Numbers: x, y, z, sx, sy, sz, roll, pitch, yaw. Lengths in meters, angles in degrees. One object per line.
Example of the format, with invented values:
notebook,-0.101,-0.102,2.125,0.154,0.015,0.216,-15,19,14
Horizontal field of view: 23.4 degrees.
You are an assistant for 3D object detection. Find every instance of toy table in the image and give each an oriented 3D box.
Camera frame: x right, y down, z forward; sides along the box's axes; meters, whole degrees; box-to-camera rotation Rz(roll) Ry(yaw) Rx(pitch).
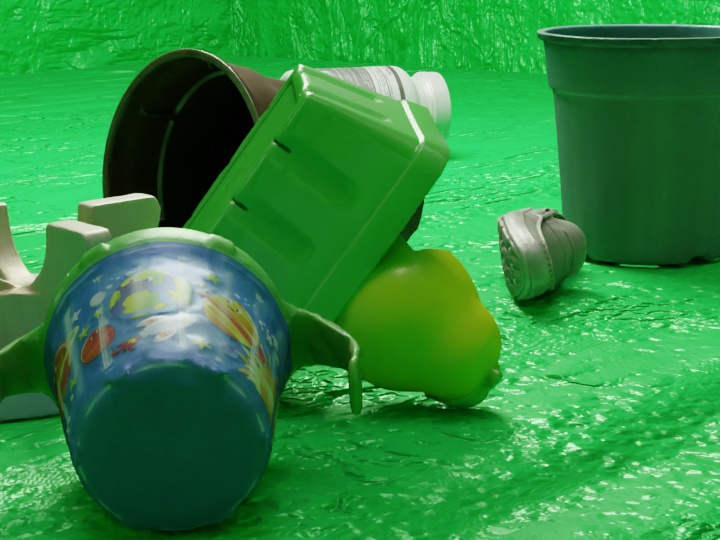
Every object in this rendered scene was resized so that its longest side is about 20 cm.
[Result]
toy table,-0.207,0.019,1.105,0.184,0.117,0.200,9,16,40

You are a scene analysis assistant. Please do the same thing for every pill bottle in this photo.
pill bottle,0.003,-0.192,2.134,0.200,0.116,0.116,-4,12,-21

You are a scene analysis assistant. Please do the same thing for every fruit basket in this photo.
fruit basket,0.000,0.000,1.081,0.215,0.216,0.156,-2,19,-5

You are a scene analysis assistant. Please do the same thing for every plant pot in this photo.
plant pot,0.255,-0.114,1.527,0.200,0.196,0.200,-1,12,0
plant pot,-0.067,-0.067,1.380,0.198,0.201,0.200,0,8,-44

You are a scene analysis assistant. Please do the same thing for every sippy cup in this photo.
sippy cup,-0.097,0.063,0.884,0.178,0.140,0.130,-38,22,8

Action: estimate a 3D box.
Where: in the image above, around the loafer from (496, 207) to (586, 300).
loafer,0.146,-0.019,1.392,0.070,0.070,0.200,-8,10,5
